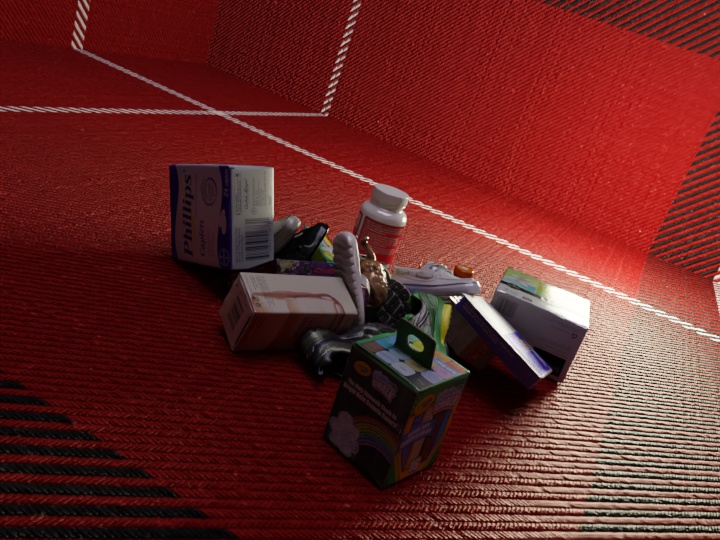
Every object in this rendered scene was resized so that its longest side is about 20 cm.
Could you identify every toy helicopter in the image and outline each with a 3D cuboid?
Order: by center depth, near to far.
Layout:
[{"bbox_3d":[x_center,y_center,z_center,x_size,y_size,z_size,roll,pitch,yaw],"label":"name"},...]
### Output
[{"bbox_3d":[0.167,0.027,1.552,0.131,0.080,0.199,27,25,21],"label":"toy helicopter"}]

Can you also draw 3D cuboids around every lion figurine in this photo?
[{"bbox_3d":[0.000,0.000,1.301,0.072,0.124,0.200,-24,10,-6],"label":"lion figurine"}]

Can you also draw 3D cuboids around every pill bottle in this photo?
[{"bbox_3d":[0.040,-0.090,1.548,0.111,0.202,0.112,17,20,-6],"label":"pill bottle"}]

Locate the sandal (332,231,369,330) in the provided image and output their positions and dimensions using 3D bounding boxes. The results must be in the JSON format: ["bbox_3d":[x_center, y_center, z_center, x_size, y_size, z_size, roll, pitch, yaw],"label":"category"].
[{"bbox_3d":[-0.009,0.034,1.184,0.049,0.205,0.082,-9,12,-34],"label":"sandal"}]

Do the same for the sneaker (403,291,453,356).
[{"bbox_3d":[0.098,0.126,1.144,0.084,0.078,0.202,21,51,-13],"label":"sneaker"}]

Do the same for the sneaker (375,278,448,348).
[{"bbox_3d":[0.097,0.104,1.272,0.201,0.078,0.089,55,8,23],"label":"sneaker"}]

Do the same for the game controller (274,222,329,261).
[{"bbox_3d":[-0.129,-0.036,1.295,0.042,0.104,0.199,49,-29,-16],"label":"game controller"}]

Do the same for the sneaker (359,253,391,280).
[{"bbox_3d":[-0.024,-0.009,1.450,0.198,0.075,0.079,17,10,18],"label":"sneaker"}]

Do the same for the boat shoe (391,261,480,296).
[{"bbox_3d":[0.137,0.015,1.293,0.198,0.068,0.073,-2,-4,35],"label":"boat shoe"}]

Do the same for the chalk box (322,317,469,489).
[{"bbox_3d":[0.054,0.163,0.912,0.124,0.202,0.123,33,24,34],"label":"chalk box"}]

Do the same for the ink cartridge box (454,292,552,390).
[{"bbox_3d":[0.257,0.126,1.223,0.198,0.043,0.200,49,12,18],"label":"ink cartridge box"}]

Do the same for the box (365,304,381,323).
[{"bbox_3d":[0.028,0.070,1.346,0.198,0.050,0.082,-1,29,-43],"label":"box"}]

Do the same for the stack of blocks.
[{"bbox_3d":[0.196,0.102,1.339,0.115,0.059,0.201,33,17,-40],"label":"stack of blocks"}]

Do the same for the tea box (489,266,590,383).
[{"bbox_3d":[0.369,0.109,1.437,0.198,0.135,0.197,24,20,12],"label":"tea box"}]

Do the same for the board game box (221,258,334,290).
[{"bbox_3d":[-0.151,0.011,1.204,0.119,0.033,0.199,-2,-8,-38],"label":"board game box"}]

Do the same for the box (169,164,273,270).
[{"bbox_3d":[-0.260,-0.103,1.256,0.199,0.187,0.104,8,11,43],"label":"box"}]

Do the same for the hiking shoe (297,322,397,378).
[{"bbox_3d":[-0.003,0.146,1.116,0.198,0.076,0.101,-2,40,-31],"label":"hiking shoe"}]

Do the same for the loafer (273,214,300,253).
[{"bbox_3d":[-0.191,-0.063,1.305,0.070,0.199,0.070,48,44,-16],"label":"loafer"}]

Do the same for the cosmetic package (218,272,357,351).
[{"bbox_3d":[-0.118,0.070,1.116,0.198,0.104,0.088,2,46,-37],"label":"cosmetic package"}]

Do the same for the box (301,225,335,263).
[{"bbox_3d":[-0.088,0.007,1.302,0.048,0.118,0.200,15,20,-29],"label":"box"}]
